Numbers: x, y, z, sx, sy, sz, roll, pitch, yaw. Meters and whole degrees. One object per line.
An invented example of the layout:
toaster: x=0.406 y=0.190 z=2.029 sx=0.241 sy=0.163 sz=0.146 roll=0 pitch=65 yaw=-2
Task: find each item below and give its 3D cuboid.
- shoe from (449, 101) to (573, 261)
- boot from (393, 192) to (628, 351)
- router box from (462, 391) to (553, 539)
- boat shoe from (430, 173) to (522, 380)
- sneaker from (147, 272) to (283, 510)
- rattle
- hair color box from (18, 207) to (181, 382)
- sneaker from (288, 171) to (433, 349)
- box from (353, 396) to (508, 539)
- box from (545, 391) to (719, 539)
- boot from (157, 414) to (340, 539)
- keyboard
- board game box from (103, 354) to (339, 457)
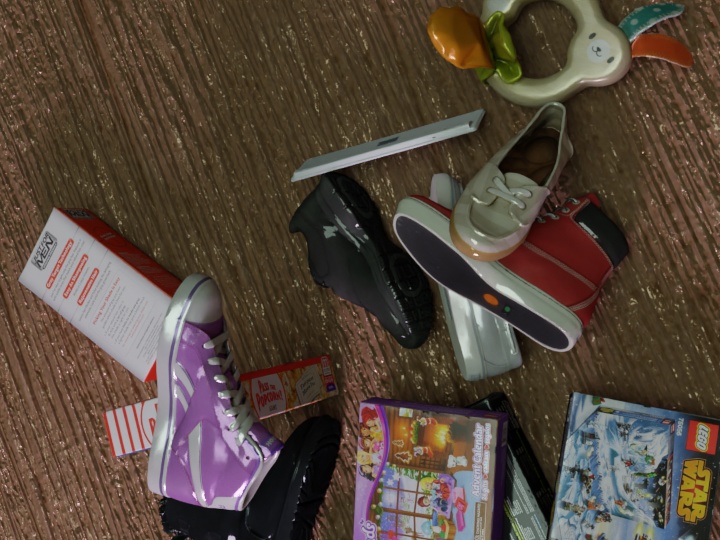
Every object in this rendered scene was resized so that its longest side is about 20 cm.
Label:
shoe: x=0.136 y=-0.082 z=0.954 sx=0.070 sy=0.200 sz=0.054 roll=26 pitch=137 yaw=14
boot: x=0.140 y=-0.037 z=0.991 sx=0.199 sy=0.072 sz=0.145 roll=33 pitch=67 yaw=4
router box: x=0.110 y=0.238 z=1.045 sx=0.149 sy=0.062 sz=0.201 roll=-28 pitch=81 yaw=21
boat shoe: x=0.111 y=0.002 z=1.039 sx=0.068 sy=0.072 sz=0.201 roll=-10 pitch=76 yaw=-5
sneaker: x=-0.112 y=0.106 z=0.921 sx=0.114 sy=0.073 sz=0.202 roll=11 pitch=106 yaw=19
rattle: x=0.182 y=-0.215 z=0.962 sx=0.199 sy=0.143 sz=0.131 roll=14 pitch=79 yaw=28
hair color box: x=-0.274 y=0.024 z=1.204 sx=0.200 sy=0.061 sz=0.102 roll=36 pitch=105 yaw=17
sneaker: x=0.000 y=0.000 z=1.087 sx=0.091 sy=0.076 sz=0.201 roll=-42 pitch=67 yaw=25
box: x=0.063 y=0.226 z=1.009 sx=0.136 sy=0.039 sz=0.201 roll=4 pitch=94 yaw=24
box: x=0.238 y=0.219 z=0.961 sx=0.136 sy=0.040 sz=0.201 roll=11 pitch=83 yaw=7
boot: x=-0.119 y=0.220 z=1.142 sx=0.162 sy=0.073 sz=0.199 roll=21 pitch=101 yaw=24
keyboard: x=0.026 y=-0.123 z=1.074 sx=0.199 sy=0.056 sz=0.011 roll=-13 pitch=107 yaw=23
board game box: x=-0.131 y=0.131 z=1.071 sx=0.151 sy=0.200 sz=0.047 roll=-17 pitch=85 yaw=22
